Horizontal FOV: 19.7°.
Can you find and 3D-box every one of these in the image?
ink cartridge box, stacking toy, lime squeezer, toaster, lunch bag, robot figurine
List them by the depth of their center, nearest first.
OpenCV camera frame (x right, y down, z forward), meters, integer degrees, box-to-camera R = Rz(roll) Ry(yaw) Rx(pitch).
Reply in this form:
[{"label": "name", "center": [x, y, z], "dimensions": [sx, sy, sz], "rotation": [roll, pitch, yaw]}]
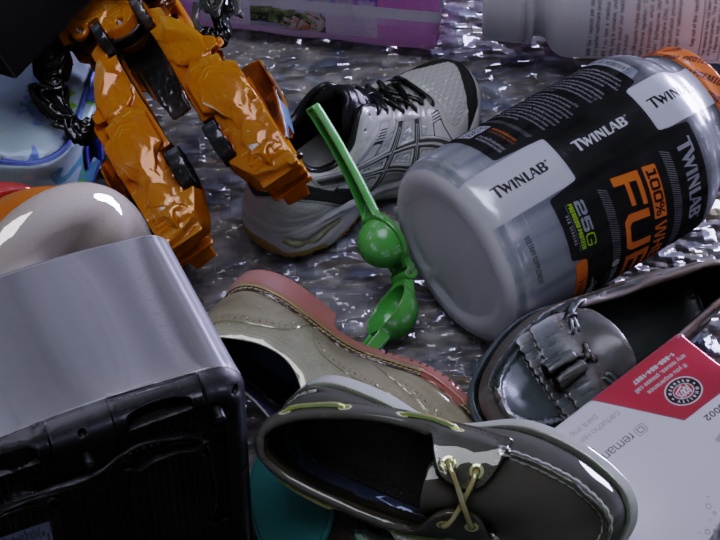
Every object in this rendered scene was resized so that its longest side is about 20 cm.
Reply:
[{"label": "toaster", "center": [-0.157, 0.091, 1.086], "dimensions": [0.180, 0.200, 0.119], "rotation": [-20, 54, -15]}, {"label": "ink cartridge box", "center": [0.193, 0.149, 1.103], "dimensions": [0.147, 0.083, 0.200], "rotation": [-34, 55, -27]}, {"label": "stacking toy", "center": [-0.229, -0.009, 1.214], "dimensions": [0.200, 0.147, 0.146], "rotation": [27, 53, 36]}, {"label": "lime squeezer", "center": [0.000, 0.000, 1.251], "dimensions": [0.070, 0.038, 0.201], "rotation": [2, 76, -14]}, {"label": "robot figurine", "center": [-0.118, -0.105, 1.261], "dimensions": [0.145, 0.058, 0.200], "rotation": [-33, 61, 2]}, {"label": "lunch bag", "center": [-0.235, -0.115, 1.352], "dimensions": [0.160, 0.083, 0.201], "rotation": [4, 48, 7]}]

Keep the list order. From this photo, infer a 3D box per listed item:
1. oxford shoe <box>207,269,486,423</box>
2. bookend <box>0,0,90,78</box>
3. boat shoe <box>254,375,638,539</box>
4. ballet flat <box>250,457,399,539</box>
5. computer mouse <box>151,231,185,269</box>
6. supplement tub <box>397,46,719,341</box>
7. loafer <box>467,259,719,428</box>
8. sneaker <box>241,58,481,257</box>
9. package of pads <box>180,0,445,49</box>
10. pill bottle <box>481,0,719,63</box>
[{"label": "oxford shoe", "center": [-0.006, 0.081, 1.158], "dimensions": [0.199, 0.071, 0.074], "rotation": [31, 38, 11]}, {"label": "bookend", "center": [-0.280, -0.163, 1.261], "dimensions": [0.198, 0.092, 0.200], "rotation": [21, 62, 42]}, {"label": "boat shoe", "center": [0.041, 0.108, 1.061], "dimensions": [0.201, 0.072, 0.060], "rotation": [15, 19, 23]}, {"label": "ballet flat", "center": [-0.001, 0.161, 1.106], "dimensions": [0.074, 0.075, 0.200], "rotation": [-17, 33, -13]}, {"label": "computer mouse", "center": [-0.202, 0.009, 1.273], "dimensions": [0.199, 0.034, 0.059], "rotation": [-18, 51, -14]}, {"label": "supplement tub", "center": [0.132, -0.052, 1.261], "dimensions": [0.199, 0.123, 0.123], "rotation": [-30, 54, -23]}, {"label": "loafer", "center": [0.141, 0.037, 1.181], "dimensions": [0.200, 0.063, 0.072], "rotation": [-27, 82, -41]}, {"label": "sneaker", "center": [0.007, -0.089, 1.321], "dimensions": [0.075, 0.088, 0.200], "rotation": [32, 54, 29]}, {"label": "package of pads", "center": [-0.031, -0.224, 1.452], "dimensions": [0.199, 0.076, 0.121], "rotation": [7, 45, 7]}, {"label": "pill bottle", "center": [0.183, -0.199, 1.397], "dimensions": [0.199, 0.114, 0.114], "rotation": [3, 48, 4]}]
